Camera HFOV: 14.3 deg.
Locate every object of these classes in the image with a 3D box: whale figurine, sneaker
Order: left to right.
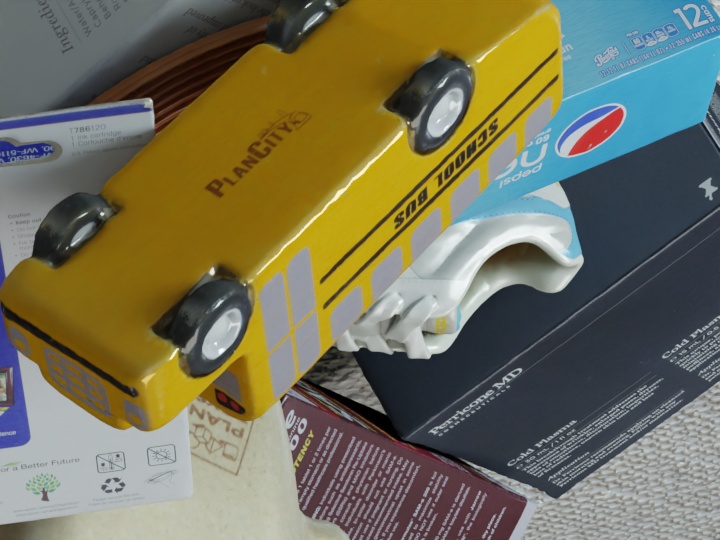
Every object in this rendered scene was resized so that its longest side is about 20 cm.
[{"bbox_3d":[-0.079,0.089,1.118,0.159,0.200,0.104,25,145,-14],"label":"whale figurine"},{"bbox_3d":[0.000,0.000,1.226,0.200,0.081,0.077,-23,156,-14],"label":"sneaker"}]

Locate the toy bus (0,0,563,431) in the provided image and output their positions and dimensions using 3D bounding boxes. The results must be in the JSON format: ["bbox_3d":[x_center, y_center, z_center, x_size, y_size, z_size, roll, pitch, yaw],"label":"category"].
[{"bbox_3d":[-0.021,-0.024,0.892,0.200,0.065,0.078,-45,151,-27],"label":"toy bus"}]

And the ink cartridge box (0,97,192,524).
[{"bbox_3d":[-0.110,0.008,0.944,0.099,0.039,0.200,-6,139,-6],"label":"ink cartridge box"}]

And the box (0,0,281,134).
[{"bbox_3d":[-0.079,-0.086,1.003,0.200,0.107,0.152,-39,153,18],"label":"box"}]

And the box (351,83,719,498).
[{"bbox_3d":[0.111,0.000,1.363,0.200,0.104,0.182,-37,155,14],"label":"box"}]

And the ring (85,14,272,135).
[{"bbox_3d":[-0.047,-0.021,1.011,0.200,0.019,0.201,-25,154,-13],"label":"ring"}]

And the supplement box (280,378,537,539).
[{"bbox_3d":[-0.020,0.089,1.332,0.200,0.109,0.061,26,92,-49],"label":"supplement box"}]

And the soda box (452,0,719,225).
[{"bbox_3d":[0.047,-0.068,1.171,0.200,0.064,0.068,-22,153,-17],"label":"soda box"}]
